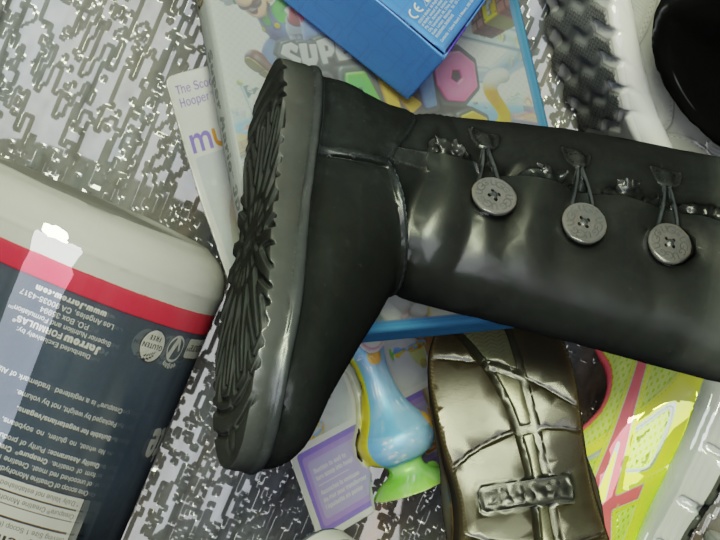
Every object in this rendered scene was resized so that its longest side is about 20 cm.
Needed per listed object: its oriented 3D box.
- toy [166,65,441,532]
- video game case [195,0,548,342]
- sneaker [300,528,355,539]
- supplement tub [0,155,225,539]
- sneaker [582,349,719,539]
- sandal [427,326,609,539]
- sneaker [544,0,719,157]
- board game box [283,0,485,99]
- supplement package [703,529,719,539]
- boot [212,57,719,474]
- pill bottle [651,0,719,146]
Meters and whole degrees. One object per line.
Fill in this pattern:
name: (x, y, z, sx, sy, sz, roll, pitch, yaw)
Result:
toy: (0.000, 0.000, 0.788, 0.047, 0.115, 0.201, -9, 99, 42)
video game case: (0.009, -0.070, 0.769, 0.142, 0.018, 0.201, -5, 72, -22)
sneaker: (0.011, 0.212, 0.710, 0.146, 0.077, 0.203, 22, 109, 35)
supplement tub: (-0.153, 0.061, 0.768, 0.140, 0.140, 0.201, 23, 91, -3)
sneaker: (0.099, 0.112, 0.824, 0.090, 0.078, 0.201, 28, 91, 10)
sandal: (0.060, 0.112, 0.770, 0.081, 0.055, 0.201, -6, 74, -6)
sneaker: (0.141, -0.076, 0.814, 0.082, 0.075, 0.201, -24, 103, -13)
board game box: (-0.013, -0.190, 0.770, 0.200, 0.045, 0.152, 39, 61, -4)
supplement package: (0.195, 0.230, 0.807, 0.116, 0.117, 0.201, 12, 94, -4)
boot: (0.052, 0.014, 0.708, 0.199, 0.066, 0.166, 14, 66, -16)
pill bottle: (0.213, -0.139, 0.756, 0.112, 0.112, 0.200, 40, 66, -4)
